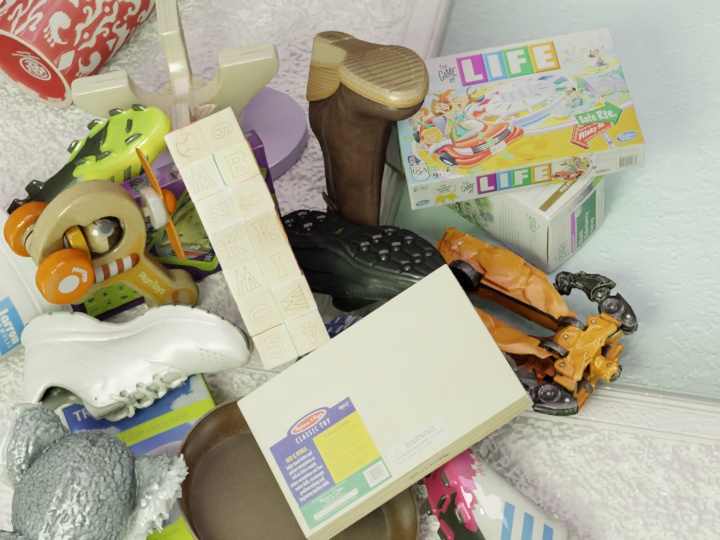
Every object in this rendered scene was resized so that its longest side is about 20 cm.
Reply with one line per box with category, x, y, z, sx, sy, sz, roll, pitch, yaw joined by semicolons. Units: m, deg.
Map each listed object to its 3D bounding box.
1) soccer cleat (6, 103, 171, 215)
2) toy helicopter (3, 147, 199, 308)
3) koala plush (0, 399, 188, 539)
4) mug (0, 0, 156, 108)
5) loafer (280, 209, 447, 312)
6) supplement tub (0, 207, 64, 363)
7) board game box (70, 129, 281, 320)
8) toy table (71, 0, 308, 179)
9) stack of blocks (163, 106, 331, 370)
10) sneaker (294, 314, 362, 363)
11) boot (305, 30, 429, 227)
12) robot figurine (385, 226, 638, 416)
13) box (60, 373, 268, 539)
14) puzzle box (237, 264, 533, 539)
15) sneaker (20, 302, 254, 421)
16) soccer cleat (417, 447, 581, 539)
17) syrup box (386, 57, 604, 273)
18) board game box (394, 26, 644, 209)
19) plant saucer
soccer cleat;-0.222;-0.071;1.602;0.200;0.084;0.065;-37;35;28
toy helicopter;-0.189;-0.017;1.534;0.132;0.200;0.079;-44;54;3
koala plush;-0.216;0.206;1.355;0.176;0.184;0.201;21;82;18
mug;-0.268;-0.258;1.785;0.133;0.177;0.201;38;66;-11
loafer;0.000;0.000;1.545;0.068;0.071;0.200;-30;30;-35
supplement tub;-0.363;0.042;1.555;0.199;0.132;0.132;-35;58;-16
board game box;-0.166;-0.034;1.592;0.199;0.120;0.032;-22;51;-10
toy table;-0.154;-0.145;1.672;0.199;0.117;0.185;-20;54;-6
stack of blocks;-0.090;-0.028;1.495;0.058;0.115;0.201;-23;94;-1
sneaker;0.029;0.097;1.504;0.199;0.085;0.077;11;57;42
boot;0.011;-0.103;1.554;0.072;0.168;0.200;-12;21;-18
robot figurine;0.129;0.046;1.535;0.199;0.058;0.145;28;63;25
box;-0.160;0.158;1.499;0.121;0.048;0.201;-22;56;-9
puzzle box;0.016;0.101;1.417;0.199;0.025;0.134;-33;59;4
sneaker;-0.180;0.080;1.493;0.198;0.075;0.088;-7;58;16
soccer cleat;0.115;0.200;1.430;0.086;0.070;0.201;-16;55;-24
syrup box;0.114;-0.093;1.623;0.199;0.079;0.081;34;65;27
board game box;0.128;-0.130;1.577;0.198;0.034;0.135;-11;54;-1
plant saucer;-0.051;0.182;1.438;0.199;0.032;0.201;13;44;-13
